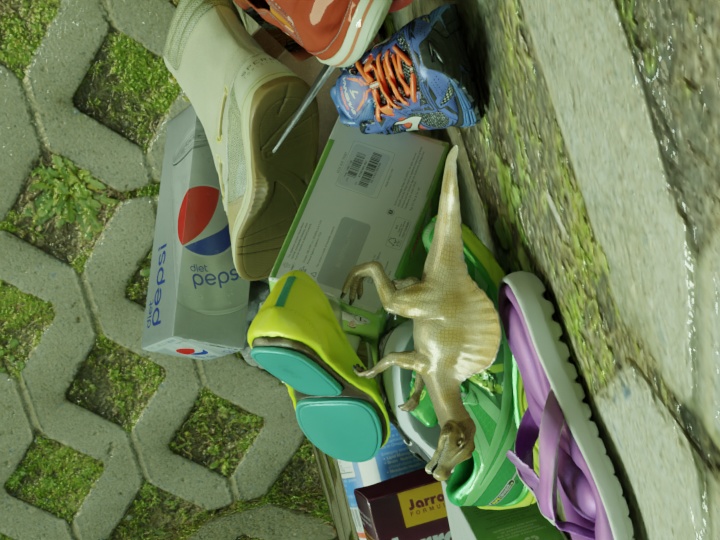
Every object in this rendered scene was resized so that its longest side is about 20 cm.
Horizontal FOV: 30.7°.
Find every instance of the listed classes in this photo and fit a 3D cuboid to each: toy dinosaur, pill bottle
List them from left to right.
[{"bbox_3d":[0.028,0.142,1.207,0.112,0.112,0.200,129,127,-81],"label":"pill bottle"},{"bbox_3d":[0.044,0.021,0.795,0.101,0.058,0.200,8,103,42],"label":"toy dinosaur"}]

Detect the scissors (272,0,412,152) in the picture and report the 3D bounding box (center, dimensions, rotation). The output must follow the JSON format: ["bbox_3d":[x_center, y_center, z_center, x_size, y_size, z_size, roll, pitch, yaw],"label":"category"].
[{"bbox_3d":[-0.006,-0.152,0.833,0.200,0.014,0.073,-45,35,47],"label":"scissors"}]

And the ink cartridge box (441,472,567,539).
[{"bbox_3d":[0.116,0.224,0.890,0.200,0.059,0.104,-120,17,-64],"label":"ink cartridge box"}]

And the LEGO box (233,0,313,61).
[{"bbox_3d":[-0.070,-0.283,1.012,0.200,0.077,0.149,70,-168,15],"label":"LEGO box"}]

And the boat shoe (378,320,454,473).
[{"bbox_3d":[0.045,0.094,0.956,0.066,0.070,0.200,18,159,33],"label":"boat shoe"}]

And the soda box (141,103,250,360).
[{"bbox_3d":[-0.127,-0.032,1.065,0.068,0.063,0.200,-20,62,57],"label":"soda box"}]

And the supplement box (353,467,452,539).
[{"bbox_3d":[0.075,0.267,1.096,0.086,0.110,0.200,157,98,-82],"label":"supplement box"}]

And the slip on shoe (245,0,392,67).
[{"bbox_3d":[-0.029,-0.171,0.803,0.074,0.061,0.200,-64,25,6],"label":"slip on shoe"}]

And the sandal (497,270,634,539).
[{"bbox_3d":[0.105,0.099,0.754,0.082,0.050,0.203,89,166,-63],"label":"sandal"}]

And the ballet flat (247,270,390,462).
[{"bbox_3d":[-0.019,0.063,0.868,0.200,0.067,0.067,61,-145,-57],"label":"ballet flat"}]

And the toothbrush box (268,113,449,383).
[{"bbox_3d":[0.000,0.000,0.981,0.200,0.086,0.146,88,-158,-65],"label":"toothbrush box"}]

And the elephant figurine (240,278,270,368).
[{"bbox_3d":[-0.075,-0.023,1.185,0.155,0.141,0.200,-39,39,38],"label":"elephant figurine"}]

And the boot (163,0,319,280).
[{"bbox_3d":[-0.093,-0.104,1.002,0.155,0.072,0.200,53,151,35],"label":"boot"}]

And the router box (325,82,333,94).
[{"bbox_3d":[0.006,-0.065,1.191,0.149,0.051,0.200,153,102,-81],"label":"router box"}]

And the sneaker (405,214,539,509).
[{"bbox_3d":[0.068,0.063,0.847,0.074,0.083,0.200,-147,43,-80],"label":"sneaker"}]

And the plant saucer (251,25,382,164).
[{"bbox_3d":[-0.046,-0.133,1.103,0.034,0.200,0.200,18,-136,-46],"label":"plant saucer"}]

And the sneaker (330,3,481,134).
[{"bbox_3d":[0.025,-0.115,0.835,0.200,0.078,0.075,155,100,-83],"label":"sneaker"}]
